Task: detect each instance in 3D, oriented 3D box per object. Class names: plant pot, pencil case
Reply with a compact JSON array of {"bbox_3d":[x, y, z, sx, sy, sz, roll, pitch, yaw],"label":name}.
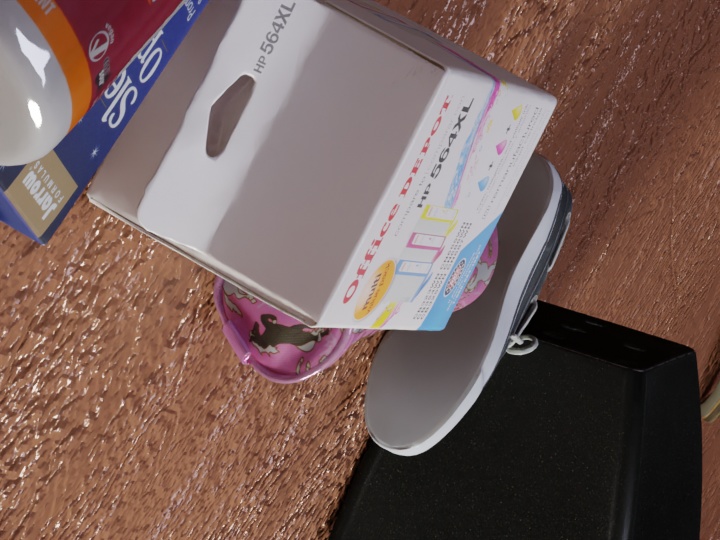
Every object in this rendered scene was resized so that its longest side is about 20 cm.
[{"bbox_3d":[0.118,0.121,1.789,0.199,0.199,0.178,-12,118,-67],"label":"plant pot"},{"bbox_3d":[0.000,0.000,1.444,0.200,0.082,0.087,-22,126,-64],"label":"pencil case"}]

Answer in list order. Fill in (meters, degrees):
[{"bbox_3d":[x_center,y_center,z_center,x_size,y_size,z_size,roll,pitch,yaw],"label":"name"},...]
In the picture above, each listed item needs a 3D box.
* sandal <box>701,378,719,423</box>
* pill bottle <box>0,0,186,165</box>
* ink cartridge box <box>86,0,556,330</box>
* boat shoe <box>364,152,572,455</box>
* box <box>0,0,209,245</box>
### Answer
[{"bbox_3d":[0.362,0.061,2.582,0.080,0.054,0.200,-29,158,-50],"label":"sandal"},{"bbox_3d":[-0.090,-0.139,0.946,0.200,0.109,0.110,-52,160,-27],"label":"pill bottle"},{"bbox_3d":[-0.017,-0.055,1.242,0.129,0.125,0.200,-64,163,8],"label":"ink cartridge box"},{"bbox_3d":[0.070,0.026,1.687,0.068,0.073,0.200,42,68,-57],"label":"boat shoe"},{"bbox_3d":[-0.112,-0.090,1.087,0.200,0.032,0.121,-56,162,-12],"label":"box"}]
